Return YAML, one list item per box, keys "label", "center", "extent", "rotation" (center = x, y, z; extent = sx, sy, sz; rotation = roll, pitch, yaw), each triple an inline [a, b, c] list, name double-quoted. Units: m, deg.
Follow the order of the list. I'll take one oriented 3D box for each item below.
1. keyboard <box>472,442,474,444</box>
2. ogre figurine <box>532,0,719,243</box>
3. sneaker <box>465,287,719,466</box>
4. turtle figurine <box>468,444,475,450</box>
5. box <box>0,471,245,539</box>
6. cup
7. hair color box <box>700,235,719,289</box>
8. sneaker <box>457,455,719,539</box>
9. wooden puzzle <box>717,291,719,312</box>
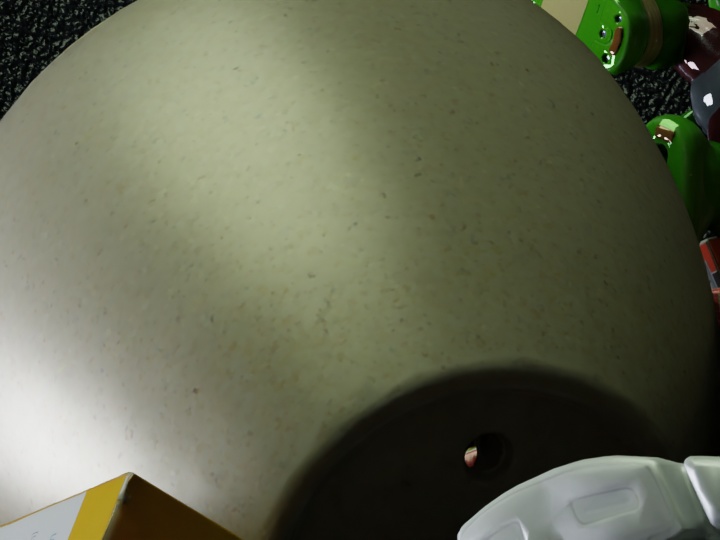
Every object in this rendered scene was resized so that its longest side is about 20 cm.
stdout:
- label: "keyboard"
  center: [-0.005, 0.105, 0.949]
  extent: [0.104, 0.040, 0.200]
  rotation: [-28, -17, -49]
- label: "ogre figurine"
  center: [0.123, -0.050, 0.917]
  extent: [0.120, 0.200, 0.098]
  rotation: [0, -39, -39]
- label: "sneaker"
  center: [0.080, 0.054, 0.843]
  extent: [0.199, 0.079, 0.116]
  rotation: [-24, 1, 10]
- label: "turtle figurine"
  center: [0.068, 0.032, 1.089]
  extent: [0.064, 0.162, 0.200]
  rotation: [-1, 8, 18]
- label: "box"
  center: [-0.103, 0.122, 0.605]
  extent: [0.200, 0.041, 0.119]
  rotation: [-27, 37, 54]
- label: "cup"
  center: [0.005, 0.040, 0.653]
  extent: [0.200, 0.201, 0.143]
  rotation: [-25, 26, -5]
- label: "hair color box"
  center: [0.153, 0.018, 1.058]
  extent: [0.101, 0.061, 0.200]
  rotation: [-28, -7, 36]
- label: "sneaker"
  center: [0.091, 0.061, 0.447]
  extent: [0.199, 0.077, 0.082]
  rotation: [-24, -27, 30]
- label: "wooden puzzle"
  center: [0.174, -0.007, 0.583]
  extent: [0.199, 0.046, 0.185]
  rotation: [-16, 11, 8]
